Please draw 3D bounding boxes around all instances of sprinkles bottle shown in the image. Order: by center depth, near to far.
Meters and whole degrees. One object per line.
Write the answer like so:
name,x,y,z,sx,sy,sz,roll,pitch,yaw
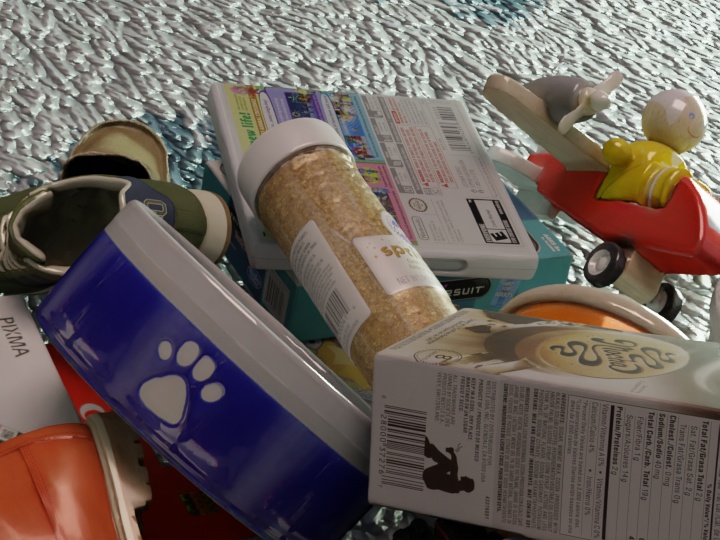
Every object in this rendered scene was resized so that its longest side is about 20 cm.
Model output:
sprinkles bottle,0.000,0.000,1.030,0.068,0.068,0.200,-8,47,-30

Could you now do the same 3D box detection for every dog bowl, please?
dog bowl,-0.070,0.058,0.946,0.200,0.079,0.200,43,-1,1

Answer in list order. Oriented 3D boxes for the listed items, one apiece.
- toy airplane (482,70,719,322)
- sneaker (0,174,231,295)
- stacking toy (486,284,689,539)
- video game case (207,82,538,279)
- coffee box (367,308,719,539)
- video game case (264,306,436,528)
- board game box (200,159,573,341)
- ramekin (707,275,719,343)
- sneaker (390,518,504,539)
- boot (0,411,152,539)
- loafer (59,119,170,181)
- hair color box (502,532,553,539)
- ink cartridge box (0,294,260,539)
toy airplane,0.181,-0.067,1.258,0.199,0.141,0.200,38,7,12
sneaker,-0.180,-0.025,1.065,0.200,0.067,0.090,-4,-7,31
stacking toy,0.098,0.118,0.984,0.146,0.146,0.200,24,55,18
video game case,0.003,-0.060,1.188,0.182,0.022,0.200,3,34,-16
coffee box,0.118,0.077,0.864,0.200,0.080,0.113,8,14,24
video game case,0.028,0.067,1.124,0.200,0.023,0.182,30,36,26
board game box,0.014,-0.024,1.199,0.200,0.047,0.151,-7,36,-27
ramekin,0.305,0.076,1.140,0.202,0.094,0.202,9,31,-6
sneaker,0.000,0.203,0.852,0.200,0.082,0.078,-34,47,-29
boot,-0.142,0.160,0.851,0.107,0.075,0.200,-6,51,-19
loafer,-0.161,-0.052,1.202,0.076,0.067,0.200,9,32,-6
hair color box,0.156,0.149,0.877,0.111,0.064,0.200,14,17,37
ink cartridge box,-0.166,0.084,1.010,0.174,0.044,0.200,-6,36,-25
